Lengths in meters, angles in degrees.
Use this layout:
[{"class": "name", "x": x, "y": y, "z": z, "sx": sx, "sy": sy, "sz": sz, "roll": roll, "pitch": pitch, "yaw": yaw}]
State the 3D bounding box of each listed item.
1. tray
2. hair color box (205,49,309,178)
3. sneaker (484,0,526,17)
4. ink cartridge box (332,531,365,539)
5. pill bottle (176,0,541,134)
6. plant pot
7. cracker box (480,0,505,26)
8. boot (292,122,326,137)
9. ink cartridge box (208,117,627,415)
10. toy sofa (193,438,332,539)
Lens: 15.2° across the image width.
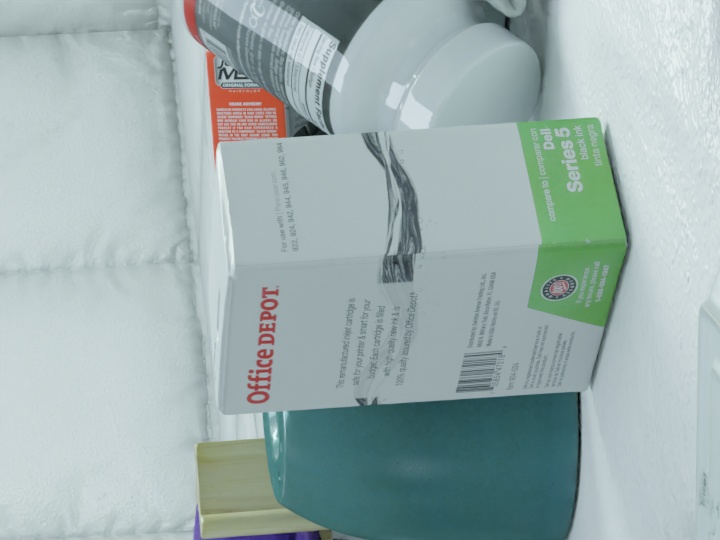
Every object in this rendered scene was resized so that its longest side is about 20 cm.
[{"class": "tray", "x": 0.157, "y": 0.098, "z": 1.112, "sx": 0.107, "sy": 0.022, "sz": 0.200, "roll": -114, "pitch": 22, "yaw": -71}, {"class": "hair color box", "x": -0.054, "y": -0.062, "z": 1.875, "sx": 0.101, "sy": 0.061, "sz": 0.200, "roll": -28, "pitch": -63, "yaw": -65}, {"class": "sneaker", "x": 0.078, "y": -0.224, "z": 1.437, "sx": 0.200, "sy": 0.075, "sz": 0.089, "roll": 86, "pitch": 162, "yaw": -47}, {"class": "ink cartridge box", "x": 0.031, "y": 0.167, "z": 1.725, "sx": 0.067, "sy": 0.116, "sz": 0.200, "roll": -110, "pitch": 19, "yaw": -65}, {"class": "pill bottle", "x": 0.000, "y": -0.135, "z": 1.541, "sx": 0.200, "sy": 0.116, "sz": 0.116, "roll": 36, "pitch": 142, "yaw": 30}, {"class": "plant pot", "x": 0.026, "y": 0.068, "z": 1.555, "sx": 0.201, "sy": 0.161, "sz": 0.201, "roll": 176, "pitch": 90, "yaw": -83}, {"class": "cracker box", "x": 0.050, "y": -0.181, "z": 1.650, "sx": 0.134, "sy": 0.058, "sz": 0.200, "roll": -104, "pitch": 12, "yaw": -51}, {"class": "boot", "x": 0.001, "y": -0.004, "z": 1.842, "sx": 0.200, "sy": 0.068, "sz": 0.131, "roll": 60, "pitch": 170, "yaw": -1}, {"class": "ink cartridge box", "x": 0.024, "y": 0.000, "z": 1.390, "sx": 0.146, "sy": 0.200, "sz": 0.084, "roll": 98, "pitch": 166, "yaw": -56}, {"class": "toy sofa", "x": -0.065, "y": 0.191, "z": 1.713, "sx": 0.200, "sy": 0.083, "sz": 0.098, "roll": 99, "pitch": 168, "yaw": -60}]
